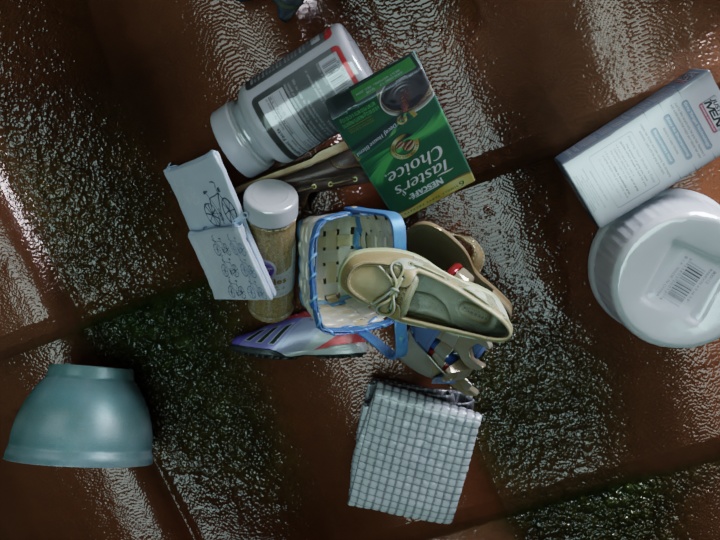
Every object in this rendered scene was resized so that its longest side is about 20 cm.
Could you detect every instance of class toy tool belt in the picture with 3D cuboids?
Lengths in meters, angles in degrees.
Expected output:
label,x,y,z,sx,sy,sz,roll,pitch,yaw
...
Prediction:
label,x,y,z,sx,sy,sz,roll,pitch,yaw
toy tool belt,0.131,0.085,0.906,0.123,0.125,0.200,42,148,13

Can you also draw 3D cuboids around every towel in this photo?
label,x,y,z,sx,sy,sz,roll,pitch,yaw
towel,0.074,0.255,1.028,0.164,0.086,0.202,12,108,4

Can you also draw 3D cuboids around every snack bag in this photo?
label,x,y,z,sx,sy,sz,roll,pitch,yaw
snack bag,-0.190,-0.053,0.929,0.021,0.188,0.201,-27,105,-30

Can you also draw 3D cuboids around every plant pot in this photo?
label,x,y,z,sx,sy,sz,roll,pitch,yaw
plant pot,-0.392,0.204,1.018,0.198,0.200,0.135,3,79,5

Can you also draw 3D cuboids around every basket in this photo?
label,x,y,z,sx,sy,sz,roll,pitch,yaw
basket,0.000,0.000,0.898,0.138,0.200,0.178,-7,108,-24

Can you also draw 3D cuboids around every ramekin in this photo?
label,x,y,z,sx,sy,sz,roll,pitch,yaw
ramekin,0.403,0.002,0.911,0.198,0.098,0.202,2,106,6

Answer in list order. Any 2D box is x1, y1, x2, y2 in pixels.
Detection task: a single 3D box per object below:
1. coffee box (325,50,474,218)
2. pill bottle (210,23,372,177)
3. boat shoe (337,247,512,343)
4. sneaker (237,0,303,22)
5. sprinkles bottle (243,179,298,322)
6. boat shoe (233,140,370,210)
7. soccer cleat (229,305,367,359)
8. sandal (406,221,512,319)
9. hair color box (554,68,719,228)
label,x,y,z,sx,sy,sz,roll,pitch,yaw
coffee box,0.055,-0.157,0.874,0.122,0.044,0.200,-27,138,9
pill bottle,-0.080,-0.208,0.892,0.199,0.114,0.114,-29,101,13
boat shoe,0.072,0.031,0.782,0.199,0.063,0.074,22,102,-12
sneaker,-0.152,-0.380,0.874,0.199,0.074,0.081,30,110,-1
sprinkles bottle,-0.117,-0.021,0.933,0.068,0.069,0.201,9,133,3
boat shoe,-0.079,-0.113,0.942,0.198,0.070,0.071,-19,102,11
soccer cleat,-0.089,0.090,1.012,0.198,0.068,0.074,-2,82,11
sandal,0.136,-0.012,0.958,0.077,0.070,0.212,-22,125,37
hair color box,0.358,-0.152,0.891,0.199,0.061,0.099,-33,101,14
